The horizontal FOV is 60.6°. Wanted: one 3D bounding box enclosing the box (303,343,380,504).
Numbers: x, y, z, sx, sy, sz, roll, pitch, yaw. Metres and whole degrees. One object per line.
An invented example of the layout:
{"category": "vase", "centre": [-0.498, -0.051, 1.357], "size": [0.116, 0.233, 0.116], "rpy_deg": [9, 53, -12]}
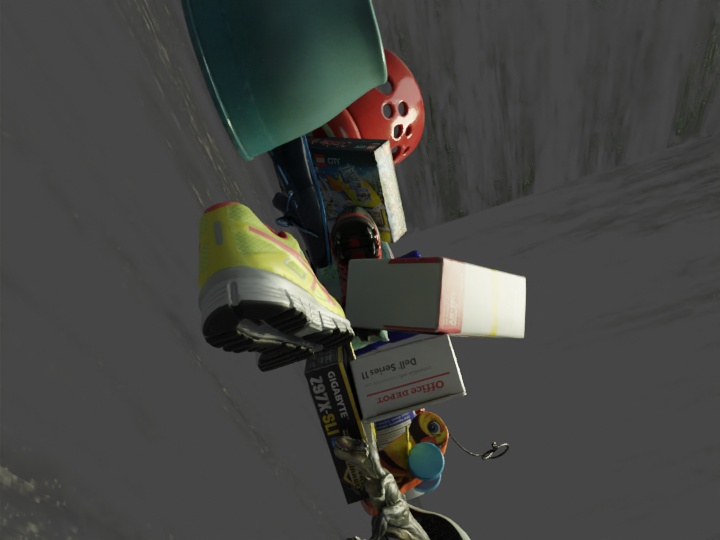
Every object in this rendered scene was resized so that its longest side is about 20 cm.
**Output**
{"category": "box", "centre": [-0.020, 0.158, 0.755], "size": [0.200, 0.048, 0.163], "rpy_deg": [-100, 174, -80]}

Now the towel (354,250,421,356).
{"category": "towel", "centre": [0.038, 0.063, 1.119], "size": [0.049, 0.197, 0.150], "rpy_deg": [31, 40, -69]}

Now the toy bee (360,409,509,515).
{"category": "toy bee", "centre": [0.077, 0.237, 0.822], "size": [0.110, 0.197, 0.132], "rpy_deg": [61, -36, 34]}

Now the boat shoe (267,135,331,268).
{"category": "boat shoe", "centre": [-0.088, -0.097, 0.826], "size": [0.084, 0.067, 0.204], "rpy_deg": [107, -33, -78]}

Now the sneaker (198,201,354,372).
{"category": "sneaker", "centre": [-0.058, 0.012, 0.434], "size": [0.200, 0.077, 0.092], "rpy_deg": [67, 3, -71]}

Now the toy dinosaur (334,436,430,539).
{"category": "toy dinosaur", "centre": [0.027, 0.267, 0.642], "size": [0.088, 0.047, 0.202], "rpy_deg": [-48, 115, -40]}

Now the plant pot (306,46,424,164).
{"category": "plant pot", "centre": [-0.024, -0.227, 0.961], "size": [0.182, 0.198, 0.203], "rpy_deg": [-44, 128, -38]}

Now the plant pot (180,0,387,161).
{"category": "plant pot", "centre": [-0.074, -0.250, 0.687], "size": [0.200, 0.185, 0.204], "rpy_deg": [-18, 90, -88]}

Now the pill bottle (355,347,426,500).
{"category": "pill bottle", "centre": [0.044, 0.230, 0.926], "size": [0.120, 0.118, 0.204], "rpy_deg": [-82, 155, -87]}

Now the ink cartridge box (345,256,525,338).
{"category": "ink cartridge box", "centre": [0.099, 0.038, 0.768], "size": [0.198, 0.143, 0.085], "rpy_deg": [10, 81, -47]}

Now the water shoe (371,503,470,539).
{"category": "water shoe", "centre": [0.093, 0.346, 0.770], "size": [0.079, 0.072, 0.199], "rpy_deg": [45, -17, -24]}

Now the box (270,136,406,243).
{"category": "box", "centre": [-0.035, -0.119, 0.884], "size": [0.038, 0.197, 0.139], "rpy_deg": [-42, 130, -39]}

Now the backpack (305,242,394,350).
{"category": "backpack", "centre": [-0.008, 0.028, 0.990], "size": [0.201, 0.148, 0.180], "rpy_deg": [-95, 169, -62]}

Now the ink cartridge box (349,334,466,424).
{"category": "ink cartridge box", "centre": [0.053, 0.120, 0.708], "size": [0.200, 0.115, 0.069], "rpy_deg": [66, 8, -82]}

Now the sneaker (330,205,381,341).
{"category": "sneaker", "centre": [0.000, 0.000, 0.849], "size": [0.099, 0.069, 0.204], "rpy_deg": [-92, 175, -58]}
